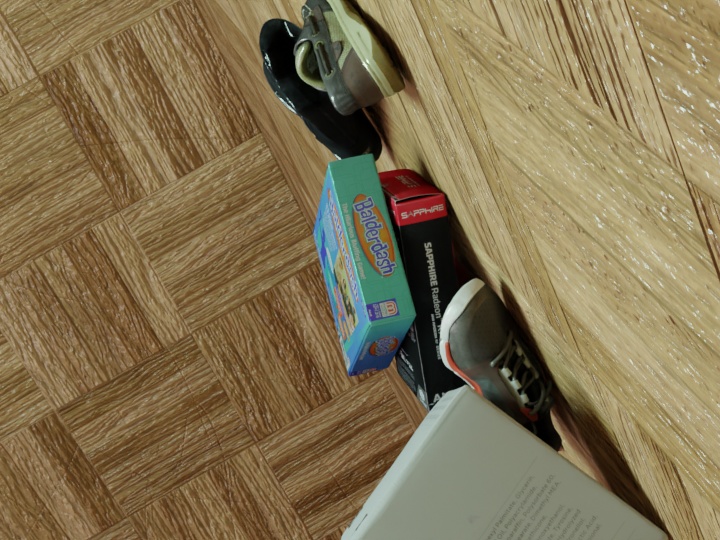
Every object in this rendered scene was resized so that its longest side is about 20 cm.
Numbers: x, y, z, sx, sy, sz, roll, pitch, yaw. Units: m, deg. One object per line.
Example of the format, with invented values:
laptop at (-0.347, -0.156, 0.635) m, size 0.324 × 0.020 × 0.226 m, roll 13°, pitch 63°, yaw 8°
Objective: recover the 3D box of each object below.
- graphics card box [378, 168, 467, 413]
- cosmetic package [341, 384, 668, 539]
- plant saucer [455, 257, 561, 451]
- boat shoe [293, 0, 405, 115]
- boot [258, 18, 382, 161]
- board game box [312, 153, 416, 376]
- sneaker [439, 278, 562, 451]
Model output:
graphics card box at (0.054, 0.016, 1.411) m, size 0.125 × 0.051 × 0.201 m, roll -134°, pitch 34°, yaw -72°
cosmetic package at (0.108, 0.217, 1.247) m, size 0.200 × 0.165 × 0.165 m, roll 37°, pitch 174°, yaw 2°
plant saucer at (0.112, 0.070, 1.522) m, size 0.200 × 0.037 × 0.200 m, roll 63°, pitch 176°, yaw -22°
boat shoe at (-0.024, -0.180, 1.265) m, size 0.072 × 0.066 × 0.201 m, roll 60°, pitch 178°, yaw -30°
boot at (-0.059, -0.184, 1.451) m, size 0.165 × 0.066 × 0.200 m, roll 47°, pitch -175°, yaw 19°
board game box at (0.000, 0.000, 1.418) m, size 0.200 × 0.045 × 0.153 m, roll 109°, pitch 147°, yaw -73°
sneaker at (0.132, 0.087, 1.324) m, size 0.082 × 0.077 × 0.200 m, roll 21°, pitch 150°, yaw 39°
